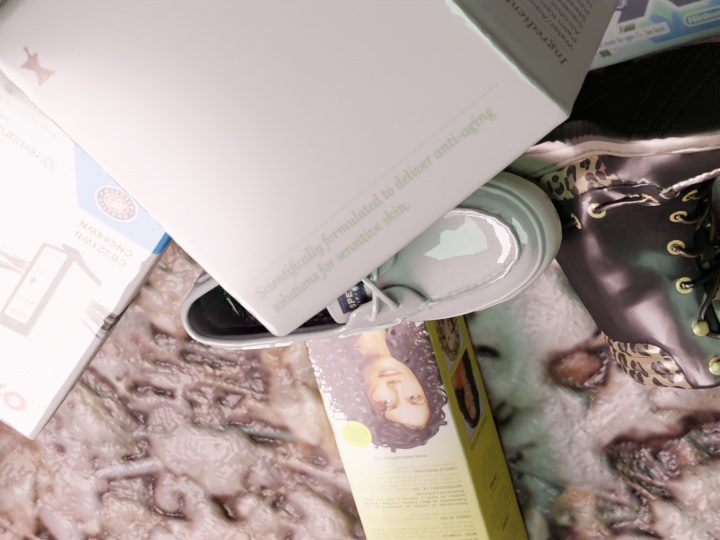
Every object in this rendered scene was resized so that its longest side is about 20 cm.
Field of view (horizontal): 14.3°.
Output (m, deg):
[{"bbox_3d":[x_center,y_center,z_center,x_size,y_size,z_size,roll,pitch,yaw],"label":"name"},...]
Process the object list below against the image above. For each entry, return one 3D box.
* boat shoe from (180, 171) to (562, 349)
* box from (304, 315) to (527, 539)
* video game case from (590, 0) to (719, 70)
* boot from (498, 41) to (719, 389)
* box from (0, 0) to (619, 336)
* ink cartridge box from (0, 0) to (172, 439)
[{"bbox_3d":[0.000,0.000,1.380,0.199,0.069,0.072,-5,111,31],"label":"boat shoe"},{"bbox_3d":[0.028,0.084,1.499,0.075,0.050,0.201,-5,121,24],"label":"box"},{"bbox_3d":[0.086,-0.176,1.323,0.199,0.022,0.183,-13,117,27],"label":"video game case"},{"bbox_3d":[0.154,-0.022,1.351,0.199,0.073,0.151,-11,121,46],"label":"boot"},{"bbox_3d":[-0.018,-0.126,1.272,0.200,0.172,0.199,45,125,-12],"label":"box"},{"bbox_3d":[-0.172,-0.031,1.473,0.146,0.084,0.200,33,126,-4],"label":"ink cartridge box"}]
